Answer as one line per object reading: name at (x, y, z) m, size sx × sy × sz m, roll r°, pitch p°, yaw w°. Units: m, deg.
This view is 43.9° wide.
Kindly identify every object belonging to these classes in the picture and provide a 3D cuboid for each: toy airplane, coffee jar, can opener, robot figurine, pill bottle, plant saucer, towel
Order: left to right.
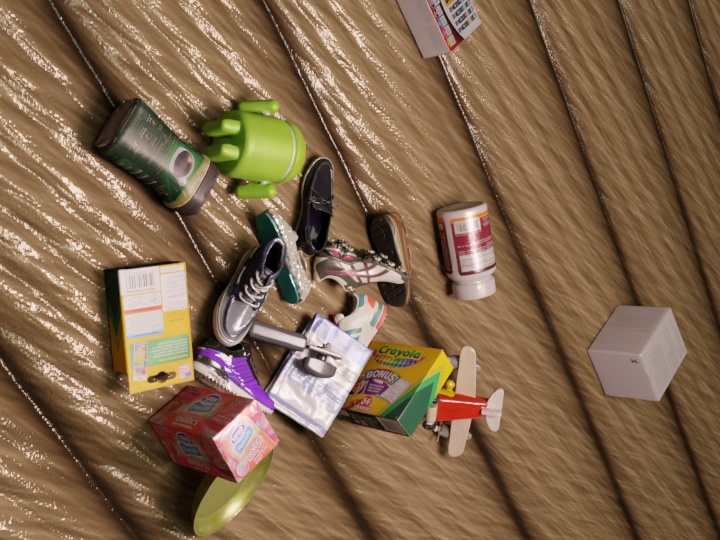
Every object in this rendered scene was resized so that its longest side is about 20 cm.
coffee jar at (-0.325, -0.180, 1.459) m, size 0.200 × 0.085 × 0.105 m, roll 42°, pitch 61°, yaw -35°
plant saucer at (-0.227, 0.369, 1.554) m, size 0.200 × 0.031 × 0.201 m, roll -45°, pitch 155°, yaw -27°
robot figurine at (-0.180, -0.215, 1.573) m, size 0.199 × 0.115 × 0.177 m, roll 4°, pitch 84°, yaw -43°
can opener at (-0.123, 0.142, 1.645) m, size 0.199 × 0.053 × 0.067 m, roll 24°, pitch 75°, yaw -21°
towel at (-0.079, 0.199, 1.701) m, size 0.146 × 0.024 × 0.201 m, roll 36°, pitch 74°, yaw -14°
toy airplane at (0.215, 0.283, 1.947) m, size 0.200 × 0.141 × 0.199 m, roll -42°, pitch 110°, yaw 4°
pill bottle at (0.238, -0.044, 1.973) m, size 0.114 × 0.114 × 0.202 m, roll -21°, pitch 106°, yaw -40°

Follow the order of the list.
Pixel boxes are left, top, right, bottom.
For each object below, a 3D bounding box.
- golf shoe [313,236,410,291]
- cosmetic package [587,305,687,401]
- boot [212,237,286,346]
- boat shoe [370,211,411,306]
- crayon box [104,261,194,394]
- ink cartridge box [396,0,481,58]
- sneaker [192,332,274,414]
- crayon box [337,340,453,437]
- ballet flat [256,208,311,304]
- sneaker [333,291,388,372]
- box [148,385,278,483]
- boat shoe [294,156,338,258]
golf shoe at (0.000, 0.000, 1.766) m, size 0.199 × 0.077 × 0.089 m, roll 17°, pitch 101°, yaw -19°
cosmetic package at (0.754, 0.220, 2.433) m, size 0.200 × 0.166 × 0.168 m, roll -45°, pitch 120°, yaw -33°
boot at (-0.192, 0.032, 1.562) m, size 0.072 × 0.090 × 0.201 m, roll 30°, pitch 57°, yaw -24°
boat shoe at (0.078, -0.026, 1.852) m, size 0.074 × 0.075 × 0.202 m, roll -29°, pitch 116°, yaw -48°
crayon box at (-0.346, 0.091, 1.474) m, size 0.125 × 0.051 × 0.202 m, roll -8°, pitch 97°, yaw -43°
ink cartridge box at (0.168, -0.589, 1.907) m, size 0.176 × 0.083 × 0.201 m, roll -48°, pitch 121°, yaw -31°
sneaker at (-0.212, 0.180, 1.591) m, size 0.200 × 0.069 × 0.100 m, roll 43°, pitch 62°, yaw -36°
crayon box at (0.058, 0.227, 1.756) m, size 0.173 × 0.199 × 0.058 m, roll -54°, pitch 125°, yaw -27°
ballet flat at (-0.138, -0.033, 1.658) m, size 0.072 × 0.071 × 0.201 m, roll -36°, pitch 123°, yaw -36°
sneaker at (-0.028, 0.135, 1.776) m, size 0.093 × 0.070 × 0.201 m, roll 33°, pitch 77°, yaw -11°
box at (-0.243, 0.265, 1.475) m, size 0.103 × 0.199 × 0.095 m, roll -40°, pitch 117°, yaw -34°
boat shoe at (-0.080, -0.121, 1.709) m, size 0.074 × 0.062 × 0.202 m, roll 21°, pitch 76°, yaw -40°
